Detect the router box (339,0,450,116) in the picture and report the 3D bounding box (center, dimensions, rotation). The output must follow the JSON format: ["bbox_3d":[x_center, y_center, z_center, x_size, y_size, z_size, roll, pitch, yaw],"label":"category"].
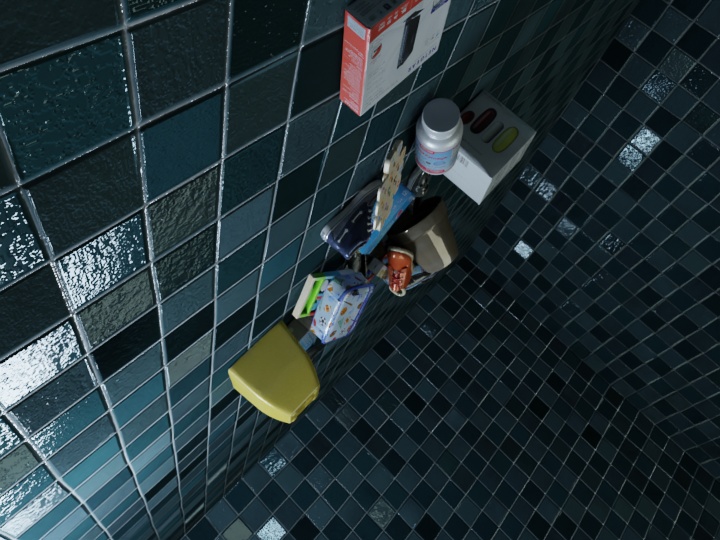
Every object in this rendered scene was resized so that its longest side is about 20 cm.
[{"bbox_3d":[0.056,-0.359,0.848,0.200,0.049,0.180,-45,167,-19],"label":"router box"}]

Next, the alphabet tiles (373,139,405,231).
[{"bbox_3d":[0.064,-0.193,1.294,0.202,0.014,0.197,97,15,-44],"label":"alphabet tiles"}]

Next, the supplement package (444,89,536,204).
[{"bbox_3d":[0.330,-0.336,1.541,0.200,0.191,0.147,-45,168,-16],"label":"supplement package"}]

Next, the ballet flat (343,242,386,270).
[{"bbox_3d":[-0.005,-0.020,1.677,0.200,0.070,0.066,-47,141,-21],"label":"ballet flat"}]

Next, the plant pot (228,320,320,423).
[{"bbox_3d":[-0.219,0.300,1.544,0.195,0.200,0.195,-42,167,-22],"label":"plant pot"}]

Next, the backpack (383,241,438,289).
[{"bbox_3d":[0.144,-0.021,1.906,0.198,0.185,0.134,-28,178,-21],"label":"backpack"}]

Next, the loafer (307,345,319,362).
[{"bbox_3d":[-0.213,0.354,2.049,0.199,0.063,0.072,-38,165,-40],"label":"loafer"}]

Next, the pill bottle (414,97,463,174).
[{"bbox_3d":[0.179,-0.308,1.297,0.109,0.109,0.200,-46,167,-7],"label":"pill bottle"}]

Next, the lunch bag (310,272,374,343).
[{"bbox_3d":[-0.045,0.099,1.542,0.159,0.075,0.202,-8,132,-53],"label":"lunch bag"}]

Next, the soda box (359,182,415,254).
[{"bbox_3d":[0.052,-0.139,1.457,0.201,0.068,0.064,-51,168,11],"label":"soda box"}]

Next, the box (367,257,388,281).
[{"bbox_3d":[0.065,0.000,1.704,0.042,0.039,0.200,-51,166,3],"label":"box"}]

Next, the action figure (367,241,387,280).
[{"bbox_3d":[0.017,-0.004,1.765,0.200,0.066,0.052,-46,-168,-15],"label":"action figure"}]

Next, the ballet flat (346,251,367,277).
[{"bbox_3d":[0.000,0.000,1.596,0.066,0.057,0.203,-29,131,-28],"label":"ballet flat"}]

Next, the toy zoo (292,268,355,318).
[{"bbox_3d":[-0.087,0.059,1.533,0.198,0.020,0.133,-7,130,-51],"label":"toy zoo"}]

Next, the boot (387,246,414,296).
[{"bbox_3d":[0.113,0.003,1.658,0.200,0.074,0.109,61,44,-61],"label":"boot"}]

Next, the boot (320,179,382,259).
[{"bbox_3d":[0.005,-0.117,1.312,0.200,0.090,0.073,-46,168,-13],"label":"boot"}]

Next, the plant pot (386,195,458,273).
[{"bbox_3d":[0.204,-0.096,1.697,0.198,0.175,0.200,-33,-165,10],"label":"plant pot"}]

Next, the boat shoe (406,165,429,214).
[{"bbox_3d":[0.166,-0.234,1.595,0.068,0.057,0.201,-41,166,-28],"label":"boat shoe"}]

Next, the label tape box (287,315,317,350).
[{"bbox_3d":[-0.131,0.139,1.678,0.200,0.063,0.145,-48,167,-12],"label":"label tape box"}]
